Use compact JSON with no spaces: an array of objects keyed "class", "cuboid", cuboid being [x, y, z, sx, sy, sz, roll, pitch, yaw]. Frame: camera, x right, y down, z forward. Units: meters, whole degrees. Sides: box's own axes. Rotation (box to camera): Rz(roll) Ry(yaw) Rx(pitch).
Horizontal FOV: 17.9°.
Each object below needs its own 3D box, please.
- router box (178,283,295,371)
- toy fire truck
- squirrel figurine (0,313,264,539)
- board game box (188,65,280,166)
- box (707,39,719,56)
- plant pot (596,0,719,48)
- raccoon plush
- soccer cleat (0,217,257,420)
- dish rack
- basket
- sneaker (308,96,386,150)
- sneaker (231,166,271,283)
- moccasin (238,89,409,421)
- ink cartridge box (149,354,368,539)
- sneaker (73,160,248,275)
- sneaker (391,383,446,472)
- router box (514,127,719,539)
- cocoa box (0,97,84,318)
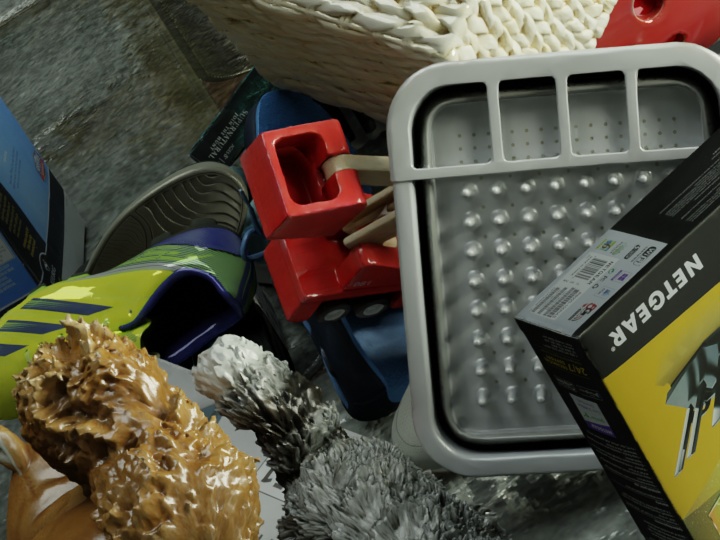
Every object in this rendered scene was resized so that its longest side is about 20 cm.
[{"class":"router box","cuboid":[-0.108,0.087,1.351,0.149,0.051,0.200,-31,28,3]},{"class":"toy fire truck","cuboid":[0.018,-0.027,1.197,0.199,0.049,0.141,-7,-25,-30]},{"class":"squirrel figurine","cuboid":[-0.116,0.121,1.091,0.187,0.140,0.201,-117,41,-58]},{"class":"board game box","cuboid":[-0.045,-0.143,1.518,0.136,0.028,0.200,-52,3,20]},{"class":"box","cuboid":[0.186,-0.057,1.284,0.199,0.044,0.160,-33,26,-1]},{"class":"plant pot","cuboid":[0.103,-0.171,1.401,0.182,0.201,0.200,-41,27,-8]},{"class":"raccoon plush","cuboid":[0.000,0.117,1.032,0.097,0.199,0.134,-55,9,-9]},{"class":"soccer cleat","cuboid":[-0.151,0.039,1.349,0.199,0.065,0.084,-28,35,13]},{"class":"dish rack","cuboid":[0.104,-0.005,1.108,0.170,0.202,0.044,-4,5,7]},{"class":"basket","cuboid":[0.023,-0.176,1.220,0.199,0.198,0.162,21,82,24]},{"class":"sneaker","cuboid":[0.050,-0.147,1.571,0.199,0.076,0.081,-15,22,31]},{"class":"sneaker","cuboid":[-0.098,-0.039,1.526,0.199,0.082,0.074,-6,36,43]},{"class":"moccasin","cuboid":[-0.028,-0.006,1.297,0.080,0.201,0.068,-3,-29,-32]},{"class":"ink cartridge box","cuboid":[-0.097,0.142,1.188,0.199,0.045,0.177,16,60,42]},{"class":"sneaker","cuboid":[-0.145,-0.008,1.481,0.200,0.075,0.106,-48,17,19]},{"class":"sneaker","cuboid":[0.067,0.012,1.181,0.201,0.092,0.076,-56,46,8]},{"class":"router box","cuboid":[0.184,0.022,1.021,0.200,0.158,0.052,-42,27,-17]},{"class":"cocoa box","cuboid":[-0.284,-0.012,1.630,0.133,0.132,0.200,-28,26,8]}]
